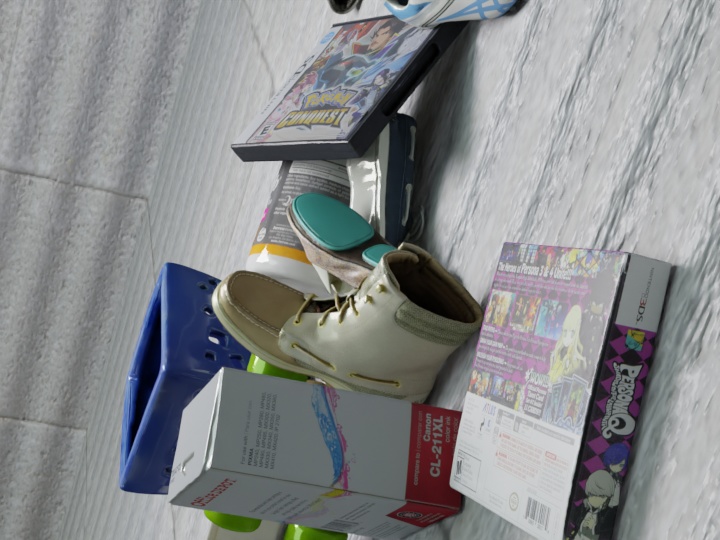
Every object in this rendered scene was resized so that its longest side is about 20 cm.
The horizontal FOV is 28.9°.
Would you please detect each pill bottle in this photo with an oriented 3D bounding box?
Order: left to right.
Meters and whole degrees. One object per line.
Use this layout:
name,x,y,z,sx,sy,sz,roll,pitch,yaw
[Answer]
pill bottle,-0.029,-0.069,1.379,0.116,0.116,0.200,149,141,-69

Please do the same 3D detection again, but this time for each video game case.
video game case,-0.014,-0.175,1.323,0.200,0.026,0.181,4,51,54
video game case,0.122,0.075,0.902,0.200,0.036,0.182,-172,94,-74

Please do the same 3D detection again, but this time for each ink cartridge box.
ink cartridge box,-0.037,0.148,1.097,0.146,0.200,0.083,136,143,-63

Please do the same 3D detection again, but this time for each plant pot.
plant pot,-0.165,0.134,1.600,0.200,0.179,0.200,-98,25,-52

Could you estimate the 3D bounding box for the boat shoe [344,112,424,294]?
boat shoe,0.022,-0.052,1.301,0.075,0.062,0.200,-15,71,55

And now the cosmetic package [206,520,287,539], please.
cosmetic package,-0.107,0.248,1.453,0.105,0.071,0.200,-47,-24,-72

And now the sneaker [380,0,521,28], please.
sneaker,0.082,-0.252,1.196,0.200,0.072,0.072,-6,70,57

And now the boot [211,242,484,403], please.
boot,-0.012,0.029,1.129,0.155,0.200,0.072,-58,3,47

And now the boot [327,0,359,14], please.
boot,-0.026,-0.435,1.760,0.200,0.072,0.182,-96,9,-65

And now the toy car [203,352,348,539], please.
toy car,-0.038,0.156,1.303,0.200,0.158,0.165,-14,-56,-75

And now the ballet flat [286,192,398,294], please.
ballet flat,0.000,0.000,1.221,0.200,0.068,0.067,36,133,42
